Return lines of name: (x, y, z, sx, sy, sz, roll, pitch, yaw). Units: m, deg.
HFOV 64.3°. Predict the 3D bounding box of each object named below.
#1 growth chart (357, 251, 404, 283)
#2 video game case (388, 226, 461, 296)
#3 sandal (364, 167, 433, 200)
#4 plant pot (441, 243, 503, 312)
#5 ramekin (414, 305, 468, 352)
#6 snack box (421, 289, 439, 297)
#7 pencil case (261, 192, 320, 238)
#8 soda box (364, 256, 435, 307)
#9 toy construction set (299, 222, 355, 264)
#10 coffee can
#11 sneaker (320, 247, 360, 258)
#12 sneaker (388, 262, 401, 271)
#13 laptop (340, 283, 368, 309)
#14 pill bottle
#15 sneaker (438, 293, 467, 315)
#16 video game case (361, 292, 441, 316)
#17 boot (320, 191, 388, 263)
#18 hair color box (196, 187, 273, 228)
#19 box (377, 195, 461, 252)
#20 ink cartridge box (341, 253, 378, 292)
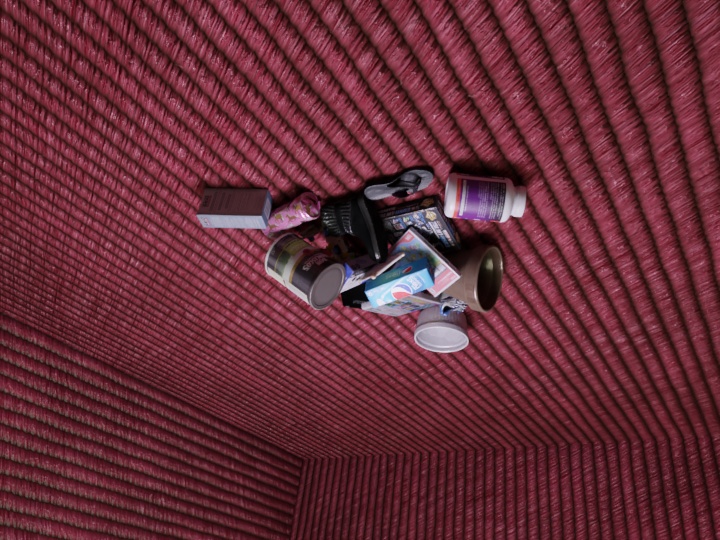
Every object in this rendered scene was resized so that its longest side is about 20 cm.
growth chart: (0.052, -0.005, 1.653, 0.018, 0.144, 0.200, 54, 165, -4)
video game case: (0.184, -0.022, 1.670, 0.200, 0.017, 0.143, 43, 144, -1)
sandal: (0.104, -0.217, 1.524, 0.197, 0.049, 0.075, -14, 144, 25)
plant pot: (0.315, 0.016, 1.728, 0.172, 0.203, 0.201, 7, 152, 35)
ramekin: (0.295, 0.206, 2.082, 0.195, 0.107, 0.202, 6, 147, 4)
snack box: (0.176, 0.083, 1.890, 0.139, 0.054, 0.200, -14, 164, 15)
pencil case: (-0.203, -0.158, 1.663, 0.198, 0.087, 0.083, -21, 118, 40)
soda box: (0.113, 0.035, 1.649, 0.197, 0.068, 0.065, -22, 116, 19)
toy construction set: (-0.093, -0.072, 1.739, 0.201, 0.092, 0.131, 49, 152, -4)
coffee can: (-0.161, 0.000, 1.659, 0.198, 0.147, 0.147, 32, 160, 30)
sneaker: (-0.082, -0.008, 1.871, 0.196, 0.080, 0.116, -2, 145, 19)
sneaker: (0.122, 0.029, 1.883, 0.070, 0.074, 0.201, 12, 149, -9)
laptop: (0.037, 0.084, 2.005, 0.184, 0.116, 0.204, 6, 122, 30)
pill bottle: (0.316, -0.185, 1.466, 0.195, 0.114, 0.113, 6, 148, 4)
sneaker: (0.339, 0.100, 1.925, 0.076, 0.087, 0.199, 26, 143, -26)
video game case: (0.130, 0.104, 1.803, 0.180, 0.024, 0.198, -19, 159, 33)
boot: (-0.016, -0.108, 1.626, 0.155, 0.215, 0.079, -16, -177, 29)
hair color box: (-0.360, -0.180, 1.651, 0.195, 0.101, 0.061, 3, 148, 10)
box: (0.168, -0.119, 1.664, 0.195, 0.051, 0.200, -11, 141, 28)
ink cartridge box: (0.000, 0.000, 1.754, 0.044, 0.199, 0.095, 46, 124, 16)
